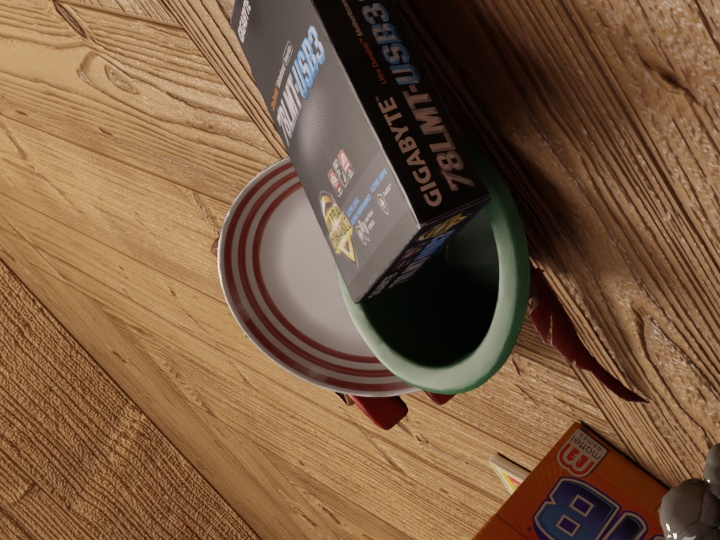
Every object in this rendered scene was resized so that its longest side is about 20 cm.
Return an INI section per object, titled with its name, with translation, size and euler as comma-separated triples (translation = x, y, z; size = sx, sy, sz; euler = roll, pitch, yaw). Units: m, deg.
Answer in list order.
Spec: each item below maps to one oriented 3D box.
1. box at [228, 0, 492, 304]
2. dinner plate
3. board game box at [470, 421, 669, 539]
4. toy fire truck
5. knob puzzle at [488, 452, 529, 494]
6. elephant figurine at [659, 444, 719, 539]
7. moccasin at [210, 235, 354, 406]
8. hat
[box]
translation = -0.009, -0.096, 0.929
size = 0.199, 0.050, 0.200
euler = 64, 166, 7
[dinner plate]
translation = 0.000, 0.000, 1.133
size = 0.200, 0.200, 0.024
euler = 47, -153, -16
[board game box]
translation = 0.188, 0.284, 1.305
size = 0.200, 0.200, 0.200
euler = 37, 164, 22
[toy fire truck]
translation = 0.005, 0.020, 1.261
size = 0.200, 0.112, 0.168
euler = 46, -177, -9
[knob puzzle]
translation = 0.215, 0.268, 1.522
size = 0.220, 0.030, 0.220
euler = 39, 164, 13
[elephant figurine]
translation = 0.273, 0.186, 0.983
size = 0.141, 0.155, 0.200
euler = -17, 144, 24
[moccasin]
translation = -0.066, 0.044, 1.535
size = 0.201, 0.078, 0.074
euler = 46, 165, -12
[hat]
translation = 0.098, -0.013, 1.075
size = 0.166, 0.176, 0.200
euler = 34, 125, 37
